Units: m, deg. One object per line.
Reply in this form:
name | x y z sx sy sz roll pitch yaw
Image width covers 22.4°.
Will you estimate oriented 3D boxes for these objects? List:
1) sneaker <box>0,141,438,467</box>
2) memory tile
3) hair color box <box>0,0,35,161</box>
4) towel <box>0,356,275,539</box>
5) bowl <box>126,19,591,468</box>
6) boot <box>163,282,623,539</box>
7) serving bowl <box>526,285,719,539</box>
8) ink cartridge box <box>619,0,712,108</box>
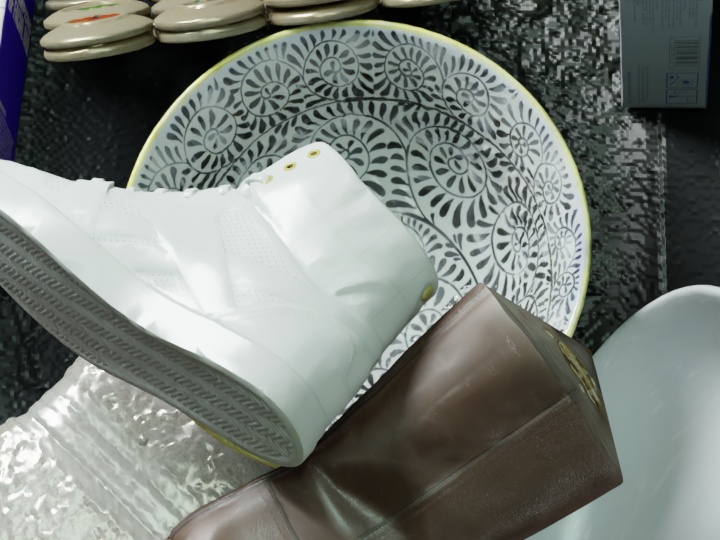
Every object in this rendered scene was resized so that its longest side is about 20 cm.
sneaker | -0.065 -0.012 0.736 0.200 0.074 0.116 30 60 24
memory tile | -0.049 -0.128 0.848 0.200 0.153 0.017 -10 105 -4
hair color box | -0.220 -0.082 0.866 0.109 0.065 0.200 2 69 3
towel | -0.083 0.125 0.793 0.133 0.034 0.200 -42 73 -16
bowl | 0.000 0.000 0.805 0.201 0.094 0.201 -1 74 5
boot | 0.038 0.127 0.716 0.200 0.064 0.186 -37 99 1
serving bowl | 0.127 0.109 0.723 0.066 0.200 0.200 24 68 -15
ink cartridge box | 0.138 -0.160 0.817 0.044 0.200 0.094 1 68 9
